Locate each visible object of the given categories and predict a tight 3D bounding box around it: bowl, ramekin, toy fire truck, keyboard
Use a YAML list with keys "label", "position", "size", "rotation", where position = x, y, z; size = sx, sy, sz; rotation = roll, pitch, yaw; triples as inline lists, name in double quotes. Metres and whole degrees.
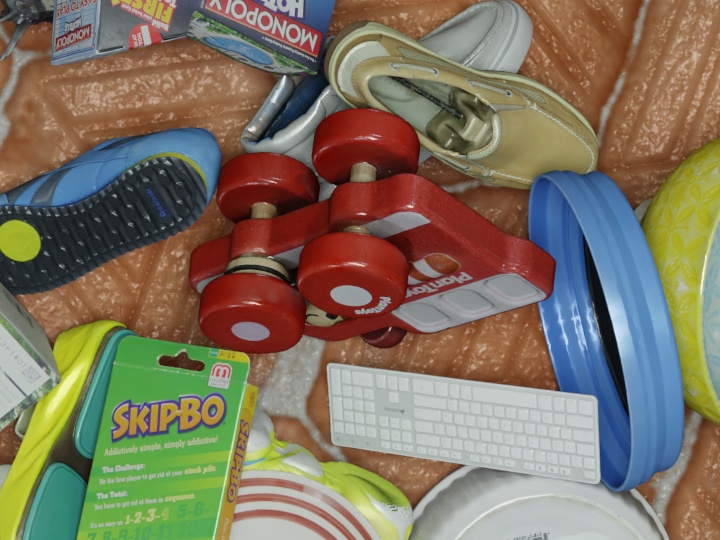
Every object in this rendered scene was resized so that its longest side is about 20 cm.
- label: "bowl"
  position: [0.151, 0.034, 1.344]
  size: [0.039, 0.201, 0.202]
  rotation: [-14, 90, -7]
- label: "ramekin"
  position: [0.114, 0.217, 1.395]
  size: [0.198, 0.105, 0.202]
  rotation: [0, 90, -1]
- label: "bowl"
  position: [0.228, -0.001, 1.390]
  size: [0.107, 0.199, 0.202]
  rotation: [10, 89, 41]
- label: "toy fire truck"
  position: [0.000, 0.000, 1.352]
  size: [0.168, 0.199, 0.113]
  rotation: [33, 50, -38]
- label: "keyboard"
  position: [0.063, 0.095, 1.382]
  size: [0.199, 0.011, 0.057]
  rotation: [5, 112, 33]

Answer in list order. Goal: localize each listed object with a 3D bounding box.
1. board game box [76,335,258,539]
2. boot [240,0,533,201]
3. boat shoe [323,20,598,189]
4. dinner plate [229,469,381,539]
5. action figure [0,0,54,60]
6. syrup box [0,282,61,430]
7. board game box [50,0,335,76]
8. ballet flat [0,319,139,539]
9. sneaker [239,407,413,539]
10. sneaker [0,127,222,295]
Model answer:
- label: "board game box"
  position: [-0.125, 0.145, 1.354]
  size: [0.095, 0.030, 0.202]
  rotation: [7, 83, 21]
- label: "boot"
  position: [0.016, -0.120, 1.394]
  size: [0.200, 0.074, 0.096]
  rotation: [-45, 128, -1]
- label: "boat shoe"
  position: [0.071, -0.088, 1.351]
  size: [0.199, 0.076, 0.072]
  rotation: [17, 107, -26]
- label: "dinner plate"
  position: [-0.065, 0.224, 1.341]
  size: [0.198, 0.024, 0.202]
  rotation: [-6, 70, 18]
- label: "action figure"
  position: [-0.175, -0.222, 1.388]
  size: [0.119, 0.102, 0.201]
  rotation: [35, 83, -31]
- label: "syrup box"
  position: [-0.294, 0.090, 1.379]
  size: [0.200, 0.082, 0.079]
  rotation: [-38, 120, 1]
- label: "board game box"
  position: [-0.107, -0.201, 1.339]
  size: [0.199, 0.061, 0.202]
  rotation: [24, 74, -32]
- label: "ballet flat"
  position: [-0.198, 0.121, 1.384]
  size: [0.067, 0.067, 0.201]
  rotation: [4, 61, 29]
- label: "sneaker"
  position: [-0.070, 0.152, 1.406]
  size: [0.199, 0.076, 0.106]
  rotation: [28, 101, 10]
- label: "sneaker"
  position: [-0.180, -0.042, 1.417]
  size: [0.199, 0.079, 0.066]
  rotation: [-19, 115, 15]
